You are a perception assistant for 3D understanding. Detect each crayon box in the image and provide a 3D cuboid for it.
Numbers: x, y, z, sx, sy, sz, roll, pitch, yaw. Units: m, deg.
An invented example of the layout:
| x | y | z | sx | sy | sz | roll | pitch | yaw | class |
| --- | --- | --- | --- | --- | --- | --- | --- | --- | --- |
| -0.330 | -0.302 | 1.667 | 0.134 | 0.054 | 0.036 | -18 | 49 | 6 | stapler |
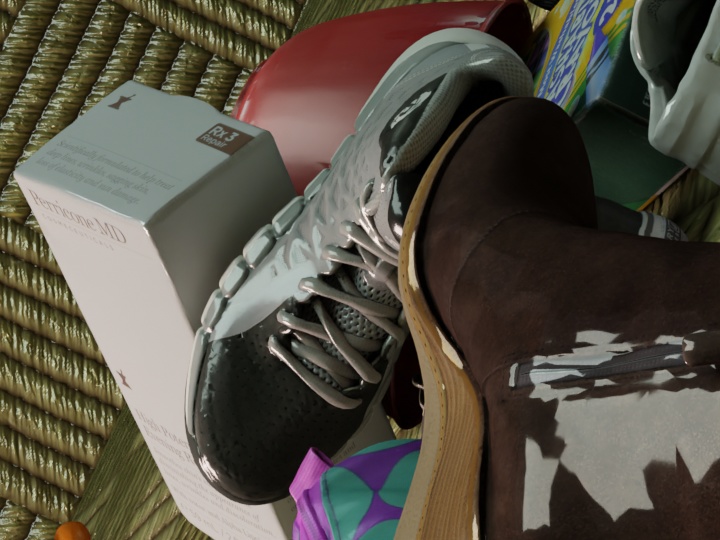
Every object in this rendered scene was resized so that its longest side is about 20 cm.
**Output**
| x | y | z | sx | sy | sz | roll | pitch | yaw | class |
| --- | --- | --- | --- | --- | --- | --- | --- | --- | --- |
| 0.097 | -0.068 | 0.996 | 0.126 | 0.052 | 0.200 | -68 | 8 | -28 | crayon box |

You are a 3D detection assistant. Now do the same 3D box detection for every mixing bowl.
| x | y | z | sx | sy | sz | roll | pitch | yaw | class |
| --- | --- | --- | --- | --- | --- | --- | --- | --- | --- |
| -0.001 | -0.038 | 1.077 | 0.200 | 0.108 | 0.200 | 15 | -90 | -76 | mixing bowl |

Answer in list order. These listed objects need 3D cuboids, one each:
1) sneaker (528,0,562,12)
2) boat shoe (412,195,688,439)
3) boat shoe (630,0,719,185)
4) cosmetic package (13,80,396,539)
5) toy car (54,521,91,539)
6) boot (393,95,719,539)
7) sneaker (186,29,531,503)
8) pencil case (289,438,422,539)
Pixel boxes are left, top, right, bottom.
| x | y | z | sx | sy | sz | roll | pitch | yaw | class |
| --- | --- | --- | --- | --- | --- | --- | --- | --- | --- |
| 0.144 | -0.203 | 1.076 | 0.200 | 0.075 | 0.115 | -49 | 6 | 15 | sneaker |
| 0.054 | 0.038 | 0.911 | 0.200 | 0.057 | 0.069 | -56 | 11 | 42 | boat shoe |
| 0.124 | -0.083 | 0.790 | 0.200 | 0.067 | 0.074 | -84 | 17 | -68 | boat shoe |
| -0.058 | 0.028 | 0.989 | 0.074 | 0.200 | 0.102 | -40 | 36 | -23 | cosmetic package |
| -0.202 | 0.257 | 1.523 | 0.200 | 0.150 | 0.175 | -66 | 9 | -17 | toy car |
| 0.084 | 0.012 | 0.675 | 0.166 | 0.072 | 0.200 | -25 | 43 | 43 | boot |
| 0.000 | 0.000 | 0.856 | 0.200 | 0.075 | 0.115 | -60 | 8 | 1 | sneaker |
| 0.013 | 0.128 | 0.766 | 0.085 | 0.092 | 0.200 | -61 | 8 | 18 | pencil case |
